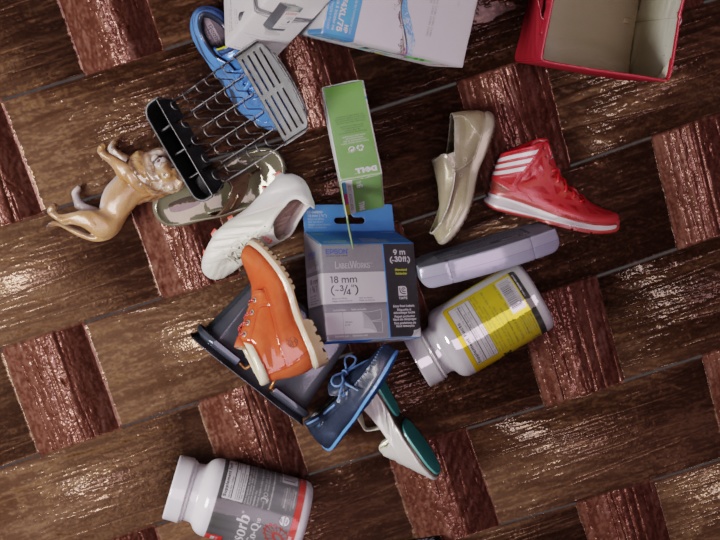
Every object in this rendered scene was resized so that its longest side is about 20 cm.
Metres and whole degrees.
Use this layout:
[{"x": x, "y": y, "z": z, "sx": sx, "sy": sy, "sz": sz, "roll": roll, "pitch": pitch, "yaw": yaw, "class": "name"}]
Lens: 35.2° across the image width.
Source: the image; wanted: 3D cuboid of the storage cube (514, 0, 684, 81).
[{"x": 0.320, "y": -0.353, "z": 1.531, "sx": 0.200, "sy": 0.180, "sz": 0.171, "roll": 8, "pitch": 99, "yaw": -5, "class": "storage cube"}]

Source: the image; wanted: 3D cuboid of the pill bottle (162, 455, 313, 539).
[{"x": -0.178, "y": 0.339, "z": 1.646, "sx": 0.200, "sy": 0.116, "sz": 0.116, "roll": 16, "pitch": 98, "yaw": -6, "class": "pill bottle"}]

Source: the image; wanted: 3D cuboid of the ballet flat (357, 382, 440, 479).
[{"x": 0.042, "y": 0.232, "z": 1.675, "sx": 0.069, "sy": 0.069, "sz": 0.200, "roll": -34, "pitch": 95, "yaw": 2, "class": "ballet flat"}]

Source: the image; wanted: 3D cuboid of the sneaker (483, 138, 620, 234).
[{"x": 0.285, "y": -0.123, "z": 1.621, "sx": 0.200, "sy": 0.078, "sz": 0.116, "roll": 12, "pitch": 100, "yaw": -7, "class": "sneaker"}]

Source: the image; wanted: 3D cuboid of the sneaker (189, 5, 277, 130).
[{"x": -0.167, "y": -0.274, "z": 1.561, "sx": 0.066, "sy": 0.078, "sz": 0.200, "roll": -36, "pitch": 102, "yaw": 0, "class": "sneaker"}]

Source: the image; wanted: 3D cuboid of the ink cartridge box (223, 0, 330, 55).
[{"x": -0.104, "y": -0.385, "z": 1.457, "sx": 0.085, "sy": 0.200, "sz": 0.146, "roll": 5, "pitch": 73, "yaw": -29, "class": "ink cartridge box"}]

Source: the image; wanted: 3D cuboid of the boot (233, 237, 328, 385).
[{"x": -0.131, "y": 0.055, "z": 1.516, "sx": 0.107, "sy": 0.075, "sz": 0.200, "roll": -24, "pitch": 75, "yaw": -9, "class": "boot"}]

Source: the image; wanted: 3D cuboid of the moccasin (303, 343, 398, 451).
[{"x": -0.021, "y": 0.175, "z": 1.607, "sx": 0.068, "sy": 0.080, "sz": 0.200, "roll": 38, "pitch": 115, "yaw": 7, "class": "moccasin"}]

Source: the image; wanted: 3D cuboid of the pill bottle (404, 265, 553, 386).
[{"x": 0.166, "y": 0.082, "z": 1.630, "sx": 0.200, "sy": 0.111, "sz": 0.111, "roll": -29, "pitch": 101, "yaw": 2, "class": "pill bottle"}]

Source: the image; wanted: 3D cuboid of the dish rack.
[{"x": -0.172, "y": -0.202, "z": 1.509, "sx": 0.200, "sy": 0.055, "sz": 0.153, "roll": -29, "pitch": 94, "yaw": 26, "class": "dish rack"}]

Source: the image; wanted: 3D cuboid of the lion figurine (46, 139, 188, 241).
[{"x": -0.336, "y": -0.101, "z": 1.576, "sx": 0.122, "sy": 0.072, "sz": 0.200, "roll": 41, "pitch": 101, "yaw": 1, "class": "lion figurine"}]

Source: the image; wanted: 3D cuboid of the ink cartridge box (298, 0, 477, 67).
[{"x": 0.038, "y": -0.362, "z": 1.506, "sx": 0.200, "sy": 0.147, "sz": 0.146, "roll": 10, "pitch": 98, "yaw": -18, "class": "ink cartridge box"}]

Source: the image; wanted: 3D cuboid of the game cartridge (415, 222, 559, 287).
[{"x": 0.175, "y": -0.022, "z": 1.601, "sx": 0.200, "sy": 0.133, "sz": 0.040, "roll": -16, "pitch": 95, "yaw": -1, "class": "game cartridge"}]

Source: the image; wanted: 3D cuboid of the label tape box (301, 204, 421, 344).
[{"x": 0.000, "y": 0.000, "z": 1.579, "sx": 0.144, "sy": 0.063, "sz": 0.200, "roll": -2, "pitch": 82, "yaw": -23, "class": "label tape box"}]

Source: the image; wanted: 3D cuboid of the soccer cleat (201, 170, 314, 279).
[{"x": -0.146, "y": -0.052, "z": 1.584, "sx": 0.200, "sy": 0.078, "sz": 0.069, "roll": -45, "pitch": 144, "yaw": 14, "class": "soccer cleat"}]

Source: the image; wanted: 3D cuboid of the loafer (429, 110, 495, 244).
[{"x": 0.131, "y": -0.136, "z": 1.612, "sx": 0.068, "sy": 0.076, "sz": 0.200, "roll": 18, "pitch": 89, "yaw": -6, "class": "loafer"}]

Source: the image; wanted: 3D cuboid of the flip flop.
[{"x": -0.198, "y": -0.113, "z": 1.595, "sx": 0.200, "sy": 0.058, "sz": 0.081, "roll": -18, "pitch": 101, "yaw": -1, "class": "flip flop"}]

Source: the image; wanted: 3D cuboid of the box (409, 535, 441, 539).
[{"x": 0.040, "y": 0.518, "z": 1.729, "sx": 0.198, "sy": 0.050, "sz": 0.200, "roll": -8, "pitch": 100, "yaw": -4, "class": "box"}]

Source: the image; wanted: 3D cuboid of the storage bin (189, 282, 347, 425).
[{"x": -0.121, "y": 0.103, "z": 1.606, "sx": 0.200, "sy": 0.146, "sz": 0.134, "roll": 39, "pitch": 85, "yaw": -10, "class": "storage bin"}]

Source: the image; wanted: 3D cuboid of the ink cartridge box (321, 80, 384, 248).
[{"x": -0.005, "y": -0.144, "z": 1.536, "sx": 0.059, "sy": 0.104, "sz": 0.200, "roll": -10, "pitch": 67, "yaw": -2, "class": "ink cartridge box"}]
